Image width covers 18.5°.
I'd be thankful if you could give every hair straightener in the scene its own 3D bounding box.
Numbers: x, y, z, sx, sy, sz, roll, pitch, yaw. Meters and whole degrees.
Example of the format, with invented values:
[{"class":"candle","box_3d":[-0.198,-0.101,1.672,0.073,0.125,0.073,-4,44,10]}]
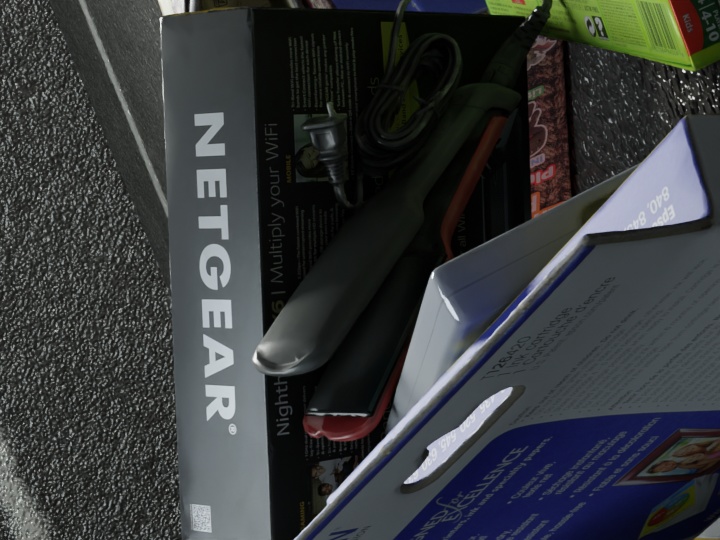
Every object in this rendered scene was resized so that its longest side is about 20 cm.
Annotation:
[{"class":"hair straightener","box_3d":[0.017,-0.038,0.801,0.041,0.200,0.077,3,143,45]}]

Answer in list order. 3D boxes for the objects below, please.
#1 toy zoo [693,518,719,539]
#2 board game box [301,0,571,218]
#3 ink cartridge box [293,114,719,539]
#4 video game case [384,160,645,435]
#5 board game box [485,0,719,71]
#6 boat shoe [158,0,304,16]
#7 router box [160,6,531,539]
[{"class":"toy zoo","box_3d":[0.164,0.089,0.769,0.200,0.020,0.131,-4,116,41]},{"class":"board game box","box_3d":[0.023,-0.103,1.094,0.159,0.097,0.200,57,167,36]},{"class":"ink cartridge box","box_3d":[0.077,0.027,0.650,0.198,0.200,0.047,-49,54,41]},{"class":"video game case","box_3d":[0.097,-0.002,0.737,0.022,0.182,0.200,60,169,13]},{"class":"board game box","box_3d":[0.087,-0.139,0.836,0.102,0.048,0.200,68,168,-16]},{"class":"boat shoe","box_3d":[-0.046,-0.080,1.029,0.065,0.072,0.200,-138,30,-75]},{"class":"router box","box_3d":[0.000,0.000,0.854,0.052,0.157,0.200,0,93,43]}]
